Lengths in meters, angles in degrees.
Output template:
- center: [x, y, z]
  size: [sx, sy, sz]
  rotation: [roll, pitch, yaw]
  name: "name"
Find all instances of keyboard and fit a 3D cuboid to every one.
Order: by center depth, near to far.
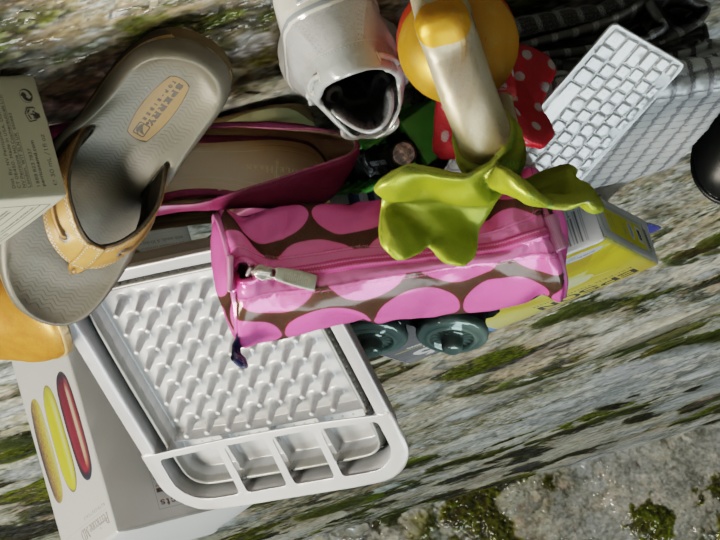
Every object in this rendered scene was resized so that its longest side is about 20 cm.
- center: [0.100, -0.057, 1.438]
  size: [0.056, 0.011, 0.200]
  rotation: [22, 120, -36]
  name: "keyboard"

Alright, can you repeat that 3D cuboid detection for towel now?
- center: [0.121, -0.107, 1.524]
  size: [0.165, 0.086, 0.200]
  rotation: [-11, 166, -11]
  name: "towel"

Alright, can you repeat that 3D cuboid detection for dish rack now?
- center: [-0.073, 0.055, 1.532]
  size: [0.171, 0.044, 0.201]
  rotation: [-11, 129, 22]
  name: "dish rack"

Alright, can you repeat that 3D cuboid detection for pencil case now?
- center: [0.018, -0.007, 1.396]
  size: [0.199, 0.091, 0.094]
  rotation: [-10, 168, -4]
  name: "pencil case"

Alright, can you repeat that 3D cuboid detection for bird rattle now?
- center: [0.064, -0.102, 1.307]
  size: [0.112, 0.164, 0.200]
  rotation: [-10, -145, 14]
  name: "bird rattle"

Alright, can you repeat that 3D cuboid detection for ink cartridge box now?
- center: [0.098, 0.010, 1.720]
  size: [0.197, 0.047, 0.200]
  rotation: [-23, 163, 18]
  name: "ink cartridge box"

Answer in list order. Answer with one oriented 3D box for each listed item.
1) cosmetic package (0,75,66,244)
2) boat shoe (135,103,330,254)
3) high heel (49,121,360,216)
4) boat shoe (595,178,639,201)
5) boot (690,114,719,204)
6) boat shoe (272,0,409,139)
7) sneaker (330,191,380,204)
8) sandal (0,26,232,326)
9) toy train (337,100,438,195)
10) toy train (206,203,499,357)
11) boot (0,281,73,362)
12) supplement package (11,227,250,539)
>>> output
- center: [-0.262, -0.046, 1.280]
  size: [0.199, 0.071, 0.105]
  rotation: [-6, 163, -44]
  name: "cosmetic package"
- center: [-0.117, -0.045, 1.503]
  size: [0.199, 0.063, 0.073]
  rotation: [-16, 168, -4]
  name: "boat shoe"
- center: [-0.101, -0.061, 1.405]
  size: [0.199, 0.068, 0.096]
  rotation: [11, 154, -28]
  name: "high heel"
- center: [0.140, -0.069, 1.752]
  size: [0.069, 0.071, 0.200]
  rotation: [-4, 152, -46]
  name: "boat shoe"
- center: [0.285, -0.122, 1.628]
  size: [0.198, 0.073, 0.162]
  rotation: [-39, 169, 10]
  name: "boot"
- center: [-0.003, -0.106, 1.380]
  size: [0.072, 0.069, 0.200]
  rotation: [-17, 168, -4]
  name: "boat shoe"
- center: [-0.010, -0.027, 1.724]
  size: [0.115, 0.081, 0.199]
  rotation: [-15, 171, 31]
  name: "sneaker"
- center: [-0.132, -0.041, 1.350]
  size: [0.081, 0.055, 0.200]
  rotation: [25, 122, -27]
  name: "sandal"
- center: [0.013, -0.074, 1.520]
  size: [0.056, 0.042, 0.200]
  rotation: [-37, -172, -10]
  name: "toy train"
- center: [0.000, 0.000, 1.556]
  size: [0.199, 0.086, 0.114]
  rotation: [-4, 152, 14]
  name: "toy train"
- center: [-0.268, 0.041, 1.530]
  size: [0.143, 0.071, 0.201]
  rotation: [-23, -164, -25]
  name: "boot"
- center: [-0.154, 0.079, 1.668]
  size: [0.109, 0.201, 0.114]
  rotation: [-11, 166, -27]
  name: "supplement package"
